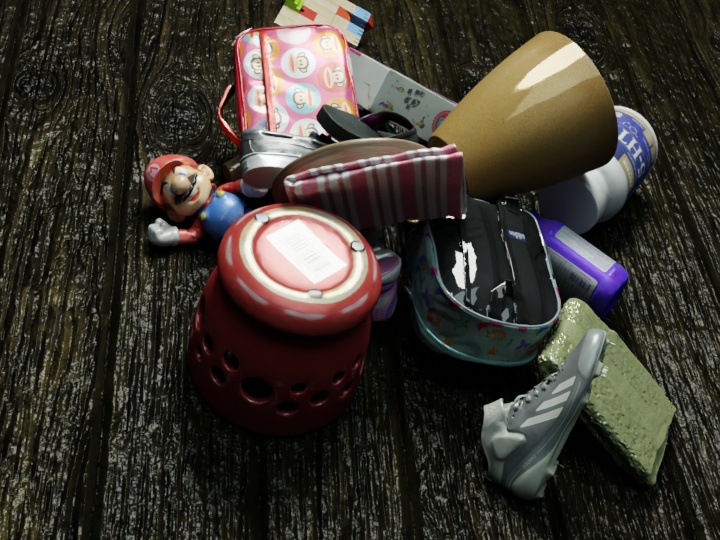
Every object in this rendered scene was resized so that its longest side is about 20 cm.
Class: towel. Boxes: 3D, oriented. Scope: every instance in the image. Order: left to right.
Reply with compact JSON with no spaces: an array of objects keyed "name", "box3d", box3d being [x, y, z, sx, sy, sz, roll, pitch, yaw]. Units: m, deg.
[{"name":"towel","box3d":[0.020,-0.082,1.237,0.196,0.147,0.030,-10,69,3]},{"name":"towel","box3d":[0.288,0.140,1.299,0.200,0.036,0.149,48,39,-7]}]

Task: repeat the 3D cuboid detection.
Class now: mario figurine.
[{"name":"mario figurine","box3d":[-0.180,-0.072,1.339,0.198,0.107,0.124,33,47,11]}]

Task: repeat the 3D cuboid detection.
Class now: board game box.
[{"name":"board game box","box3d":[0.075,-0.221,1.519,0.198,0.065,0.148,24,12,-30]}]

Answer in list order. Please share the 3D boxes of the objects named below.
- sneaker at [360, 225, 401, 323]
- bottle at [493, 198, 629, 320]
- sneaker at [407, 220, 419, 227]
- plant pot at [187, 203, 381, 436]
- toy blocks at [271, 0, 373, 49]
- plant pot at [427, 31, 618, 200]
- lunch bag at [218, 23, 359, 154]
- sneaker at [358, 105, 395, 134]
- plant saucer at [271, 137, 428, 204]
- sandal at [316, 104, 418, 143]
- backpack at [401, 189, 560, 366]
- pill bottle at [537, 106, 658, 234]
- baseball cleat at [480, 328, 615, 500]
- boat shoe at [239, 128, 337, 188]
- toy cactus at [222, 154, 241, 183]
[{"name":"sneaker","box3d":[0.000,0.000,1.354,0.079,0.090,0.201,-12,27,-8]},{"name":"bottle","box3d":[0.250,-0.020,1.453,0.199,0.084,0.065,38,56,19]},{"name":"sneaker","box3d":[0.104,-0.087,1.487,0.090,0.075,0.201,46,25,-20]},{"name":"plant pot","box3d":[-0.081,0.046,1.203,0.196,0.184,0.203,8,46,-8]},{"name":"toy blocks","box3d":[-0.059,-0.359,1.684,0.135,0.100,0.202,27,42,-7]},{"name":"plant pot","box3d":[0.190,-0.170,1.407,0.198,0.188,0.187,-30,59,-17]},{"name":"lunch bag","box3d":[-0.092,-0.207,1.402,0.172,0.082,0.204,-5,68,-8]},{"name":"sneaker","box3d":[0.019,-0.176,1.519,0.076,0.092,0.202,-1,47,-21]},{"name":"plant saucer","box3d":[-0.003,-0.092,1.283,0.196,0.200,0.030,-2,69,-20]},{"name":"sandal","box3d":[0.029,-0.162,1.333,0.199,0.048,0.076,12,32,-53]},{"name":"backpack","box3d":[0.140,0.021,1.321,0.174,0.152,0.202,10,38,-19]},{"name":"pill bottle","box3d":[0.330,-0.137,1.569,0.119,0.121,0.200,32,45,14]},{"name":"baseball cleat","box3d":[0.192,0.143,1.205,0.105,0.203,0.070,24,2,11]},{"name":"boat shoe","box3d":[-0.048,-0.129,1.309,0.196,0.072,0.069,4,67,-23]},{"name":"toy cactus","box3d":[-0.100,-0.154,1.467,0.163,0.103,0.202,-22,66,-23]}]
